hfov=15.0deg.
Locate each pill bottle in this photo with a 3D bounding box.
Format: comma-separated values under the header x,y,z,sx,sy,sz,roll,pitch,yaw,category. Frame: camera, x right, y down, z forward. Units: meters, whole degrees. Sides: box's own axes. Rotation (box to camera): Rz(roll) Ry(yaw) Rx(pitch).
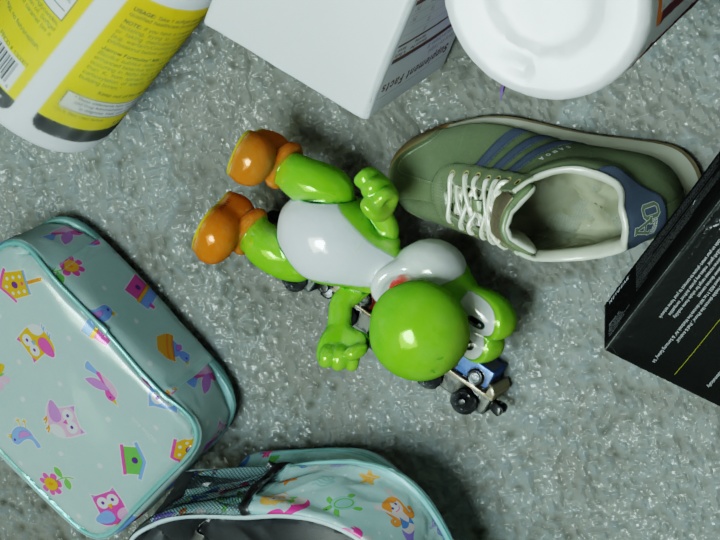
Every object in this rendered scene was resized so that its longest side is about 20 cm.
x,y,z,sx,sy,sz,roll,pitch,yaw,category
0.130,-0.173,1.469,0.114,0.200,0.115,8,113,20,pill bottle
-0.152,-0.176,1.678,0.114,0.114,0.200,46,124,4,pill bottle

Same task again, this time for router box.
x,y,z,sx,sy,sz,roll,pitch,yaw,category
0.250,-0.004,1.536,0.149,0.051,0.200,26,124,-13,router box

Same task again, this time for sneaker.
x,y,z,sx,sy,sz,roll,pitch,yaw,category
0.094,-0.045,1.612,0.200,0.090,0.067,4,113,27,sneaker

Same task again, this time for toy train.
x,y,z,sx,sy,sz,roll,pitch,yaw,category
0.015,0.025,1.721,0.200,0.034,0.046,36,110,12,toy train

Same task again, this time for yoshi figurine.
x,y,z,sx,sy,sz,roll,pitch,yaw,category
-0.003,0.001,1.650,0.200,0.112,0.112,29,159,8,yoshi figurine

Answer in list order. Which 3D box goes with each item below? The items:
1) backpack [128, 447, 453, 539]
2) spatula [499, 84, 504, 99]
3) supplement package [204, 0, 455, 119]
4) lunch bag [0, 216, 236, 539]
x,y,z,sx,sy,sz,roll,pitch,yaw,category
-0.025,0.202,1.742,0.200,0.151,0.178,-7,113,39,backpack
0.081,-0.175,1.537,0.020,0.057,0.200,7,143,16,spatula
0.013,-0.210,1.571,0.117,0.117,0.200,31,121,13,supplement package
-0.193,0.072,1.825,0.200,0.077,0.160,46,125,5,lunch bag
